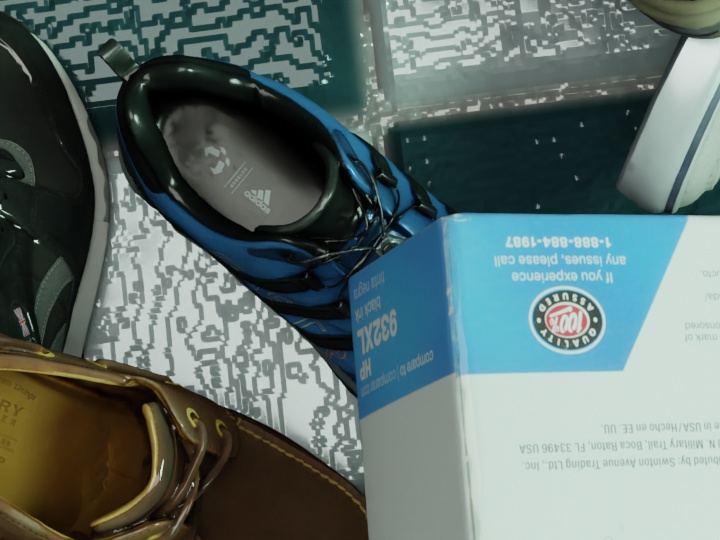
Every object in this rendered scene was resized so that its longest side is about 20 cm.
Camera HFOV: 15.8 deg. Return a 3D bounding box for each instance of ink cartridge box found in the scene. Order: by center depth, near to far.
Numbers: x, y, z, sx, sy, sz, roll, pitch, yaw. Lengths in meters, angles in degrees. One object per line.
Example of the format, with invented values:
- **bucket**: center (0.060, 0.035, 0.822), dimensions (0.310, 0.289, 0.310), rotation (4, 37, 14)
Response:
- **ink cartridge box**: center (0.082, 0.090, 0.749), dimensions (0.145, 0.084, 0.200), rotation (1, 77, -23)

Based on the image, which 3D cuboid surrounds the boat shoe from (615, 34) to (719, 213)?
- **boat shoe**: center (0.162, -0.093, 0.826), dimensions (0.086, 0.075, 0.202), rotation (31, 79, 5)

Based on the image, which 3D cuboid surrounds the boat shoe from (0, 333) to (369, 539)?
- **boat shoe**: center (-0.072, 0.065, 0.787), dimensions (0.200, 0.068, 0.072), rotation (23, 78, -32)

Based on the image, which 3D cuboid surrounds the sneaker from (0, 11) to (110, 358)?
- **sneaker**: center (-0.125, 0.009, 0.836), dimensions (0.076, 0.088, 0.200), rotation (-3, 84, 7)

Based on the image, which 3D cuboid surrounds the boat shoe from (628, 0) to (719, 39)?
- **boat shoe**: center (0.059, -0.146, 0.803), dimensions (0.075, 0.073, 0.200), rotation (-49, 49, -5)

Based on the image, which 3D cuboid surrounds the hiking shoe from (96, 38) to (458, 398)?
- **hiking shoe**: center (0.000, 0.000, 0.823), dimensions (0.200, 0.087, 0.074), rotation (31, 89, 9)
